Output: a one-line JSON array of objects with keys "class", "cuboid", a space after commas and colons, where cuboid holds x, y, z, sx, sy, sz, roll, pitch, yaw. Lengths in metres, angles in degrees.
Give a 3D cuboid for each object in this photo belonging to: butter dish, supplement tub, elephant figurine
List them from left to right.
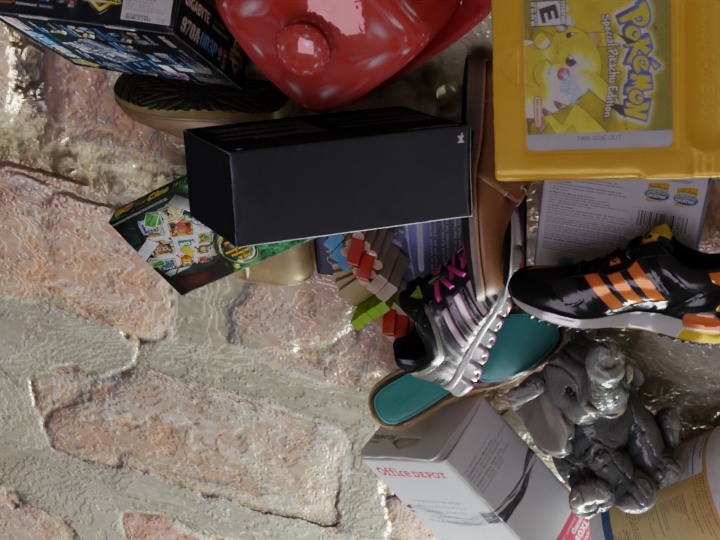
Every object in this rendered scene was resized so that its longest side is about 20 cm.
[{"class": "butter dish", "cuboid": [-0.028, -0.205, 1.207, 0.199, 0.148, 0.199, -30, 115, 35]}, {"class": "elephant figurine", "cuboid": [0.205, 0.110, 1.380, 0.154, 0.142, 0.201, -13, 124, 31]}, {"class": "supplement tub", "cuboid": [0.328, 0.227, 1.440, 0.199, 0.145, 0.145, -30, 114, 35]}]

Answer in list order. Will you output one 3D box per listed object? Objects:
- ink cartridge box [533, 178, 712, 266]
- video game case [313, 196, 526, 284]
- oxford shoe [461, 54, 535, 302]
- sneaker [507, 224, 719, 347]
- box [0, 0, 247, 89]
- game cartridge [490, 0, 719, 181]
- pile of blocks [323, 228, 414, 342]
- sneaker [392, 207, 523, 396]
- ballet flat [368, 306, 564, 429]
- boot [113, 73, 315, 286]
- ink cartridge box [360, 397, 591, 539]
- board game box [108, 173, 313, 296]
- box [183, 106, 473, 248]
[{"class": "ink cartridge box", "cuboid": [0.220, -0.067, 1.281, 0.135, 0.077, 0.201, 10, 132, 10]}, {"class": "video game case", "cuboid": [0.052, -0.046, 1.396, 0.198, 0.019, 0.144, 7, 130, 14]}, {"class": "oxford shoe", "cuboid": [0.117, -0.074, 1.267, 0.070, 0.071, 0.203, 3, 94, -2]}, {"class": "sneaker", "cuboid": [0.220, 0.000, 1.253, 0.198, 0.070, 0.091, 8, 115, 11]}, {"class": "box", "cuboid": [-0.191, -0.197, 1.251, 0.157, 0.200, 0.047, 9, 87, 12]}, {"class": "game cartridge", "cuboid": [0.200, -0.159, 1.188, 0.198, 0.032, 0.179, 0, 96, 19]}, {"class": "pile of blocks", "cuboid": [0.000, 0.000, 1.398, 0.081, 0.062, 0.201, -9, 124, 25]}, {"class": "sneaker", "cuboid": [0.081, 0.020, 1.352, 0.086, 0.074, 0.201, 10, 121, -14]}, {"class": "ballet flat", "cuboid": [0.098, 0.086, 1.455, 0.198, 0.063, 0.069, -24, 89, 8]}, {"class": "boot", "cuboid": [-0.131, -0.081, 1.399, 0.173, 0.066, 0.201, 12, 135, 17]}, {"class": "ink cartridge box", "cuboid": [0.117, 0.216, 1.512, 0.200, 0.084, 0.145, 48, 153, -21]}, {"class": "board game box", "cuboid": [-0.123, -0.045, 1.375, 0.199, 0.024, 0.105, -21, 121, 37]}, {"class": "box", "cuboid": [-0.027, -0.079, 1.238, 0.198, 0.141, 0.080, -8, 102, -19]}]
